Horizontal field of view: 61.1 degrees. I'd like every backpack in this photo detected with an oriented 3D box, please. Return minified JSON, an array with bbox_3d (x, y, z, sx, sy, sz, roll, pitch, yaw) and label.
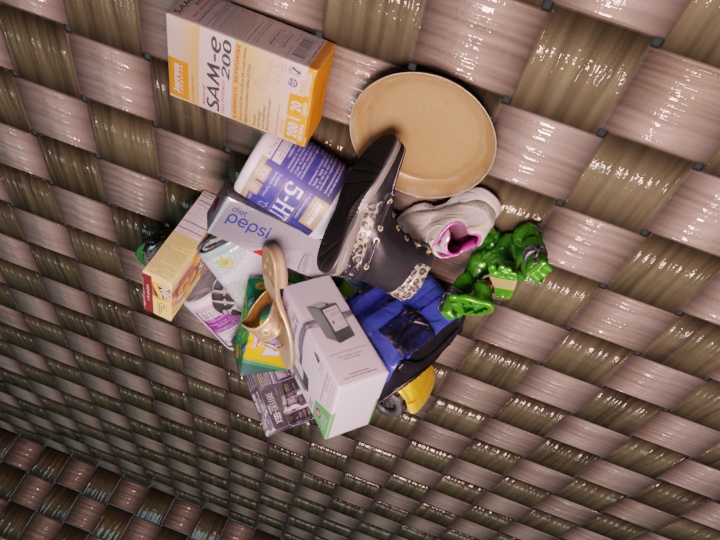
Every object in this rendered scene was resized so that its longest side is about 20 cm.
[{"bbox_3d":[0.066,0.092,1.016,0.168,0.200,0.163,53,148,14],"label":"backpack"}]

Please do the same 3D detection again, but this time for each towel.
[{"bbox_3d":[-0.147,-0.019,1.033,0.199,0.048,0.171,-25,129,3],"label":"towel"}]

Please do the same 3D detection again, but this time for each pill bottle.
[{"bbox_3d":[-0.257,0.091,1.239,0.112,0.113,0.200,-8,133,33],"label":"pill bottle"},{"bbox_3d":[-0.071,-0.117,0.894,0.200,0.120,0.120,31,141,-11],"label":"pill bottle"}]

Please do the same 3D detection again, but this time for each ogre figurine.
[{"bbox_3d":[0.200,-0.002,0.896,0.098,0.120,0.200,27,141,1],"label":"ogre figurine"}]

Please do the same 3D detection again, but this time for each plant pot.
[{"bbox_3d":[0.083,-0.181,0.817,0.199,0.028,0.200,13,141,11],"label":"plant pot"}]

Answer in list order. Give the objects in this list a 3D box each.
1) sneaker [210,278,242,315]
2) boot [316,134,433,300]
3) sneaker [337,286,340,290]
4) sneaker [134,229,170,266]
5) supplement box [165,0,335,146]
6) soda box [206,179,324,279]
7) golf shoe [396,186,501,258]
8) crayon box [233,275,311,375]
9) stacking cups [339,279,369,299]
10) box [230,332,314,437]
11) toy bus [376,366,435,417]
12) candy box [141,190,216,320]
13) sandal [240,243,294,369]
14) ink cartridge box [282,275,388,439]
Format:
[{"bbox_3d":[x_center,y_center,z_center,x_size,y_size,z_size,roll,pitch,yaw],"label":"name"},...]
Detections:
[{"bbox_3d":[-0.224,-0.006,1.111,0.080,0.084,0.201,7,121,-9],"label":"sneaker"},{"bbox_3d":[0.042,-0.066,0.844,0.153,0.204,0.073,25,180,-34],"label":"boot"},{"bbox_3d":[-0.111,0.072,1.167,0.199,0.081,0.115,19,141,3],"label":"sneaker"},{"bbox_3d":[-0.375,-0.004,1.196,0.085,0.078,0.200,42,156,24],"label":"sneaker"},{"bbox_3d":[-0.145,-0.261,0.796,0.199,0.074,0.126,21,141,2],"label":"supplement box"},{"bbox_3d":[-0.132,-0.059,0.940,0.200,0.064,0.068,25,112,-27],"label":"soda box"},{"bbox_3d":[0.110,-0.056,0.901,0.200,0.092,0.075,-21,126,43],"label":"golf shoe"},{"bbox_3d":[-0.147,0.098,1.068,0.118,0.058,0.200,-4,137,-24],"label":"crayon box"},{"bbox_3d":[0.000,0.000,1.043,0.060,0.061,0.200,20,142,3],"label":"stacking cups"},{"bbox_3d":[-0.141,0.198,1.181,0.050,0.157,0.201,-44,66,50],"label":"box"},{"bbox_3d":[0.027,0.169,1.189,0.199,0.136,0.193,1,124,29],"label":"toy bus"},{"bbox_3d":[-0.295,-0.027,1.043,0.055,0.200,0.116,24,142,0],"label":"candy box"},{"bbox_3d":[-0.149,0.063,0.925,0.078,0.069,0.212,39,136,51],"label":"sandal"},{"bbox_3d":[-0.051,0.130,0.940,0.084,0.200,0.146,-14,141,-26],"label":"ink cartridge box"}]
